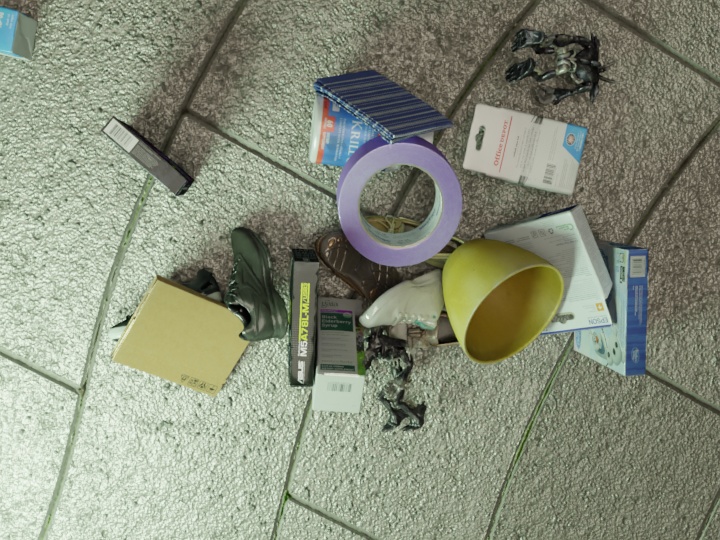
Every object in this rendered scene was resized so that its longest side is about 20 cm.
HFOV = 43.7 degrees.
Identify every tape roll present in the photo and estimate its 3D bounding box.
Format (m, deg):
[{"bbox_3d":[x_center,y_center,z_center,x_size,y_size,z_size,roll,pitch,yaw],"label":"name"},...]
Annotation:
[{"bbox_3d":[0.061,-0.112,1.431,0.196,0.066,0.204,-1,112,-4],"label":"tape roll"}]

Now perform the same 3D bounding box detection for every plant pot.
[{"bbox_3d":[0.213,0.029,1.475,0.197,0.142,0.202,-21,137,-21],"label":"plant pot"}]

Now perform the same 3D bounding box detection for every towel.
[{"bbox_3d":[0.034,-0.263,1.429,0.143,0.199,0.024,-20,137,-39],"label":"towel"}]

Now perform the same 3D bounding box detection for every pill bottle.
[{"bbox_3d":[0.017,-0.223,1.479,0.196,0.112,0.115,5,96,-6],"label":"pill bottle"}]

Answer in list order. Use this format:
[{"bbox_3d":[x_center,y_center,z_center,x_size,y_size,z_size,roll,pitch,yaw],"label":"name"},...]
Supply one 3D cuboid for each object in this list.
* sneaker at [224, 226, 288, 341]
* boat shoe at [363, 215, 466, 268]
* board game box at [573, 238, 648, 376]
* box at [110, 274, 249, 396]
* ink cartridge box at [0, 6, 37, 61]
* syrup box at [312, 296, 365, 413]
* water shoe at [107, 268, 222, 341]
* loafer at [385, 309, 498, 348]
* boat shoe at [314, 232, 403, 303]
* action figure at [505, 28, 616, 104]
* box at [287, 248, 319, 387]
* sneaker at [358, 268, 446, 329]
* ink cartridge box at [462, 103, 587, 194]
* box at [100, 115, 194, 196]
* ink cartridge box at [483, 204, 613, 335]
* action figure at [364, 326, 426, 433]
[{"bbox_3d":[-0.185,0.022,1.474,0.089,0.076,0.203,-11,70,-26],"label":"sneaker"},{"bbox_3d":[0.086,-0.053,1.521,0.197,0.063,0.074,17,72,-9],"label":"boat shoe"},{"bbox_3d":[0.418,0.055,1.509,0.043,0.199,0.204,-2,98,-11],"label":"board game box"},{"bbox_3d":[-0.286,0.112,1.483,0.198,0.021,0.165,25,106,-30],"label":"box"},{"bbox_3d":[-0.619,-0.385,1.393,0.196,0.116,0.068,12,96,-7],"label":"ink cartridge box"},{"bbox_3d":[-0.037,0.134,1.468,0.077,0.201,0.083,5,125,-6],"label":"syrup box"},{"bbox_3d":[-0.332,0.060,1.509,0.197,0.072,0.080,-19,79,-9],"label":"water shoe"},{"bbox_3d":[0.143,0.100,1.555,0.196,0.063,0.073,-2,100,-6],"label":"loafer"},{"bbox_3d":[0.000,0.000,1.527,0.200,0.071,0.076,43,75,-27],"label":"boat shoe"},{"bbox_3d":[0.332,-0.344,1.500,0.197,0.101,0.121,5,90,-32],"label":"action figure"},{"bbox_3d":[-0.094,0.071,1.459,0.047,0.200,0.197,0,98,-5],"label":"box"},{"bbox_3d":[0.088,0.065,1.490,0.198,0.075,0.089,-23,76,-38],"label":"sneaker"},{"bbox_3d":[0.272,-0.207,1.529,0.196,0.068,0.118,12,95,-7],"label":"ink cartridge box"},{"bbox_3d":[-0.328,-0.176,1.407,0.143,0.200,0.036,41,88,-9],"label":"box"},{"bbox_3d":[0.320,0.005,1.505,0.040,0.198,0.203,-29,100,-38],"label":"ink cartridge box"},{"bbox_3d":[0.043,0.183,1.528,0.102,0.118,0.203,-35,112,-38],"label":"action figure"}]
